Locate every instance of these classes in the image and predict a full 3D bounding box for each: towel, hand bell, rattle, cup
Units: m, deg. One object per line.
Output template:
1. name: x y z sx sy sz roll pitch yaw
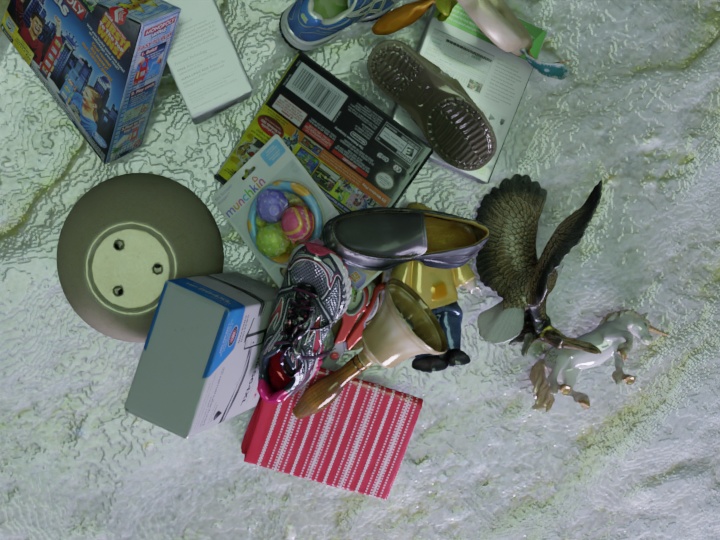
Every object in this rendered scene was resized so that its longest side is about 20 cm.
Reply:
1. towel: -0.037 0.194 1.213 0.197 0.023 0.147 18 104 -10
2. hand bell: -0.005 0.112 1.149 0.199 0.104 0.104 -41 100 18
3. rattle: 0.136 -0.260 1.154 0.143 0.131 0.199 -47 126 8
4. cup: -0.254 -0.008 1.114 0.196 0.143 0.204 -1 95 -8

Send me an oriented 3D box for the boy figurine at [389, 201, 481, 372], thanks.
1. boy figurine: 0.091 0.016 1.203 0.122 0.064 0.204 -7 95 -20

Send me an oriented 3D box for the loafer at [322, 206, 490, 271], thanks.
1. loafer: 0.053 -0.043 1.101 0.197 0.072 0.074 -2 76 -29

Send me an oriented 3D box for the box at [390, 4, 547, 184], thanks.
1. box: 0.127 -0.227 1.205 0.142 0.036 0.203 22 93 -10

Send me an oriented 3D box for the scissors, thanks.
1. scissors: -0.019 0.096 1.193 0.072 0.014 0.202 17 113 -16

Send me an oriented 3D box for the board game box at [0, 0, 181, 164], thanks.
1. board game box: -0.282 -0.254 1.064 0.201 0.199 0.062 52 46 0

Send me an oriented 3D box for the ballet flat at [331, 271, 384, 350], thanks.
1. ballet flat: 0.000 0.000 1.192 0.067 0.063 0.204 6 95 -10

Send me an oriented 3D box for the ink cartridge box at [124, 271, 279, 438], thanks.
1. ink cartridge box: -0.163 0.087 1.096 0.083 0.200 0.148 21 98 14

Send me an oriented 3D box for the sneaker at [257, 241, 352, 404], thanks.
1. sneaker: -0.064 0.062 1.091 0.079 0.075 0.203 22 121 13

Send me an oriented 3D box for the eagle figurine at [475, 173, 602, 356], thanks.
1. eagle figurine: 0.215 -0.009 1.196 0.149 0.151 0.204 -1 106 5

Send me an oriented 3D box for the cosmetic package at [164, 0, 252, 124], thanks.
1. cosmetic package: -0.197 -0.277 1.114 0.080 0.113 0.203 -25 97 -5

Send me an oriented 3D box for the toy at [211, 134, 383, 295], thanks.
1. toy: -0.079 -0.040 1.124 0.115 0.047 0.201 -40 88 16

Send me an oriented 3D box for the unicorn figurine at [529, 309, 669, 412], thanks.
1. unicorn figurine: 0.299 0.102 1.225 0.196 0.138 0.075 -13 114 7

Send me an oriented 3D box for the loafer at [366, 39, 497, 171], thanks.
1. loafer: 0.087 -0.200 1.150 0.075 0.069 0.200 -36 116 21

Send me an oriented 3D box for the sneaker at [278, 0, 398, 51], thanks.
1. sneaker: -0.002 -0.325 1.146 0.199 0.077 0.076 -41 99 -18

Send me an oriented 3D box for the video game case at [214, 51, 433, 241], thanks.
1. video game case: -0.045 -0.125 1.160 0.199 0.025 0.182 36 93 8
